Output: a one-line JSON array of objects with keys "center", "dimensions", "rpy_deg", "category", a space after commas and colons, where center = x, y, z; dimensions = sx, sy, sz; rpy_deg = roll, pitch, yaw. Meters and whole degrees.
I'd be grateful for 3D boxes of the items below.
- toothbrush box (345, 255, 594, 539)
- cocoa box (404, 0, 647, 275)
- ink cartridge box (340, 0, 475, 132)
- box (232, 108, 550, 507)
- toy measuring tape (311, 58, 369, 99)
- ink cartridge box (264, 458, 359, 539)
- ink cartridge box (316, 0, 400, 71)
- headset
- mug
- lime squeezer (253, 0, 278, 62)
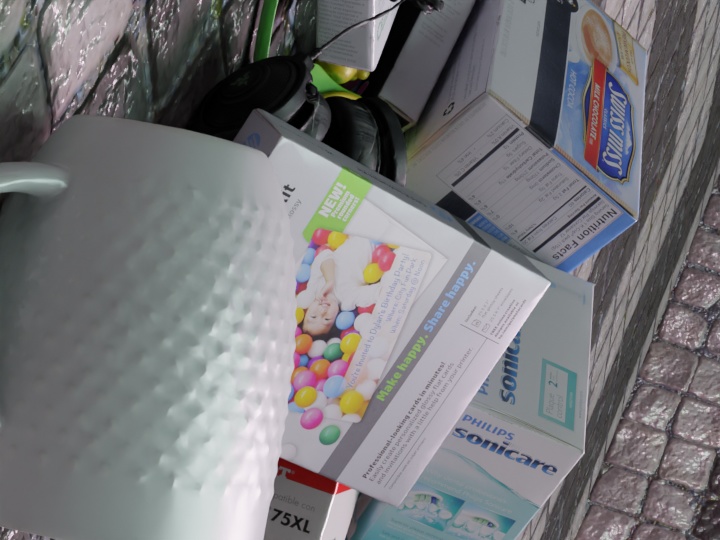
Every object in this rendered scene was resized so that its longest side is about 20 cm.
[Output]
[{"center": [0.059, 0.103, 1.392], "dimensions": [0.147, 0.085, 0.200], "rpy_deg": [-81, -164, -48], "category": "toothbrush box"}, {"center": [0.092, -0.090, 1.452], "dimensions": [0.133, 0.131, 0.200], "rpy_deg": [-40, -158, 32], "category": "cocoa box"}, {"center": [0.036, -0.158, 1.441], "dimensions": [0.095, 0.037, 0.200], "rpy_deg": [-30, -153, 55], "category": "ink cartridge box"}, {"center": [-0.016, 0.024, 1.208], "dimensions": [0.200, 0.041, 0.156], "rpy_deg": [28, 101, -35], "category": "box"}, {"center": [-0.028, -0.035, 1.340], "dimensions": [0.074, 0.073, 0.201], "rpy_deg": [36, 68, -76], "category": "toy measuring tape"}, {"center": [-0.070, 0.145, 1.330], "dimensions": [0.067, 0.116, 0.201], "rpy_deg": [-4, 111, -75], "category": "ink cartridge box"}, {"center": [0.017, -0.250, 1.284], "dimensions": [0.200, 0.040, 0.200], "rpy_deg": [94, 11, -47], "category": "ink cartridge box"}, {"center": [-0.020, -0.069, 1.208], "dimensions": [0.123, 0.094, 0.200], "rpy_deg": [24, 94, -35], "category": "headset"}, {"center": [-0.116, 0.023, 0.972], "dimensions": [0.200, 0.147, 0.176], "rpy_deg": [14, 85, -47], "category": "mug"}, {"center": [-0.039, -0.083, 1.273], "dimensions": [0.038, 0.070, 0.200], "rpy_deg": [-53, 128, -62], "category": "lime squeezer"}]
